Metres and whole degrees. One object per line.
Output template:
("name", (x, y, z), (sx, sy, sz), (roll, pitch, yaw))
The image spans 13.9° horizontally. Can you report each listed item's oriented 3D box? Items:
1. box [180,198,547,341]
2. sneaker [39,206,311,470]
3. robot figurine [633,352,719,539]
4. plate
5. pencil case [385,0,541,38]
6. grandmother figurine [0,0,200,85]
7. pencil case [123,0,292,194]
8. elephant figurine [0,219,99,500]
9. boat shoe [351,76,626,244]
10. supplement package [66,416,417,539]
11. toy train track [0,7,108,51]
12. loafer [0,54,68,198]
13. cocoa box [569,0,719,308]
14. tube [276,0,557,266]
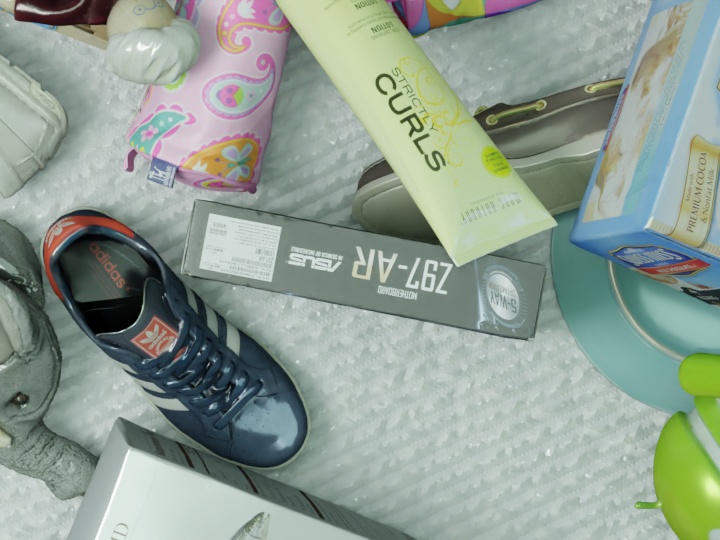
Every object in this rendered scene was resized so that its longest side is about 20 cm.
("box", (0.000, 0.000, 1.679), (0.199, 0.160, 0.044), (11, 89, -2))
("sneaker", (-0.111, 0.044, 1.716), (0.200, 0.085, 0.075), (41, 90, -2))
("robot figurine", (0.255, 0.098, 1.703), (0.200, 0.116, 0.176), (-37, 125, 8))
("plate", (0.212, -0.011, 1.750), (0.199, 0.026, 0.202), (0, 92, -1))
("pencil case", (0.101, -0.192, 1.716), (0.199, 0.088, 0.089), (-16, 92, -1))
("grandmother figurine", (-0.162, -0.179, 1.680), (0.121, 0.061, 0.200), (-33, 66, -18))
("pencil case", (-0.077, -0.144, 1.713), (0.087, 0.087, 0.201), (16, 92, -1))
("elephant figurine", (-0.232, 0.034, 1.704), (0.199, 0.155, 0.142), (6, 59, -11))
("boat shoe", (0.091, -0.067, 1.729), (0.199, 0.072, 0.060), (-13, 52, 12))
("supplement package", (-0.067, 0.179, 1.690), (0.199, 0.117, 0.118), (22, 92, -10))
("toy train track", (-0.226, -0.177, 1.705), (0.199, 0.115, 0.033), (21, 119, -19))
("loafer", (-0.263, -0.121, 1.717), (0.200, 0.070, 0.070), (37, 82, -2))
("cocoa box", (0.220, -0.086, 1.623), (0.131, 0.133, 0.201), (22, 82, -13))
("tube", (0.027, -0.091, 1.640), (0.058, 0.052, 0.200), (-36, 71, 3))
